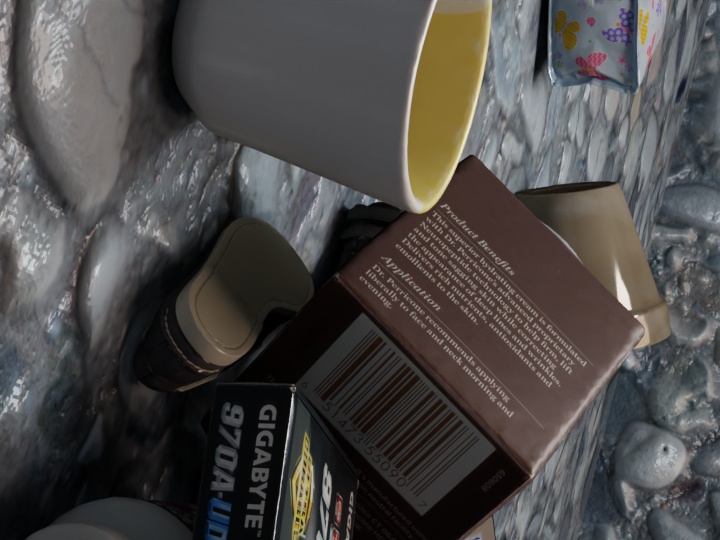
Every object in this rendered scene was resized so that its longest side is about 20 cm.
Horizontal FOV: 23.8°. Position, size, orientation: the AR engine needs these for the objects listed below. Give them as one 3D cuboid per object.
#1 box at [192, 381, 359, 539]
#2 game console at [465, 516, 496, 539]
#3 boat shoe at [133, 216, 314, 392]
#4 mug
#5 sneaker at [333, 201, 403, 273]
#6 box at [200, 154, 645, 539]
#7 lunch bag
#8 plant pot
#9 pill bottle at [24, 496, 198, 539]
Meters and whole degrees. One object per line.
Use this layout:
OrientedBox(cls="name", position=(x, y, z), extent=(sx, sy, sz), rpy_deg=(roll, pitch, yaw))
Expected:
OrientedBox(cls="box", position=(-0.048, 0.178, 0.895), extent=(0.159, 0.046, 0.201), rpy_deg=(62, 32, -63))
OrientedBox(cls="game console", position=(0.046, 0.274, 1.125), extent=(0.172, 0.118, 0.202), rpy_deg=(-94, 176, -77))
OrientedBox(cls="boat shoe", position=(-0.086, 0.022, 1.056), extent=(0.063, 0.073, 0.200), rpy_deg=(-36, -176, 21))
OrientedBox(cls="mug", position=(-0.020, -0.107, 0.968), extent=(0.150, 0.152, 0.188), rpy_deg=(-60, 157, -46))
OrientedBox(cls="sneaker", position=(0.000, 0.000, 1.280), extent=(0.200, 0.070, 0.100), rpy_deg=(-25, 123, -75))
OrientedBox(cls="box", position=(0.042, 0.067, 1.073), extent=(0.164, 0.166, 0.200), rpy_deg=(-48, 175, 37))
OrientedBox(cls="lunch bag", position=(0.276, -0.316, 1.858), extent=(0.170, 0.126, 0.201), rpy_deg=(-56, 147, -55))
OrientedBox(cls="plant pot", position=(0.236, -0.006, 1.901), extent=(0.200, 0.198, 0.175), rpy_deg=(-25, 109, -69))
OrientedBox(cls="pill bottle", position=(-0.119, 0.181, 0.931), extent=(0.200, 0.111, 0.113), rpy_deg=(33, 71, -74))
